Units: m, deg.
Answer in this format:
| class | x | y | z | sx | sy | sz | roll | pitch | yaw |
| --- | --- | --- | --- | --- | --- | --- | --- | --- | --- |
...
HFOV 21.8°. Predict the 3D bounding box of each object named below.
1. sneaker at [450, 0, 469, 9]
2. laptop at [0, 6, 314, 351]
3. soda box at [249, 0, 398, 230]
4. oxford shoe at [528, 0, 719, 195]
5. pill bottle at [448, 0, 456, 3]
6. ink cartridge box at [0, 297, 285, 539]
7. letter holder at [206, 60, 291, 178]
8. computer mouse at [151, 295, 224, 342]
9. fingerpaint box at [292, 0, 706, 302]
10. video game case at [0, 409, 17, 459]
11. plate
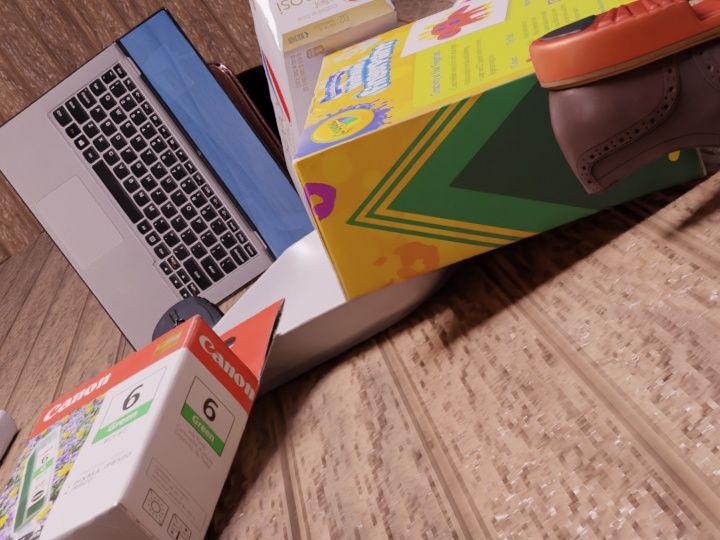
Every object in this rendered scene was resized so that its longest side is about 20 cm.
| class | x | y | z | sx | sy | sz | roll | pitch | yaw |
| --- | --- | --- | --- | --- | --- | --- | --- | --- | --- |
| sneaker | 0.092 | -0.136 | 1.124 | 0.081 | 0.089 | 0.200 | -35 | 10 | 6 |
| laptop | -0.137 | -0.051 | 1.227 | 0.199 | 0.188 | 0.116 | -33 | 10 | 16 |
| soda box | -0.014 | -0.099 | 1.060 | 0.068 | 0.064 | 0.201 | -22 | -29 | -6 |
| oxford shoe | 0.170 | -0.085 | 0.730 | 0.198 | 0.073 | 0.071 | -15 | 11 | 9 |
| pill bottle | 0.118 | -0.306 | 1.703 | 0.115 | 0.116 | 0.200 | -34 | 10 | 15 |
| ink cartridge box | -0.106 | 0.078 | 0.860 | 0.109 | 0.050 | 0.201 | -31 | 24 | 29 |
| letter holder | -0.071 | -0.110 | 1.392 | 0.100 | 0.143 | 0.200 | -41 | 11 | -23 |
| computer mouse | -0.102 | 0.046 | 1.120 | 0.058 | 0.034 | 0.200 | -37 | 11 | -5 |
| fingerpaint box | 0.063 | -0.074 | 0.874 | 0.165 | 0.074 | 0.200 | -19 | 17 | 9 |
| video game case | -0.332 | 0.182 | 1.308 | 0.181 | 0.023 | 0.200 | -36 | 11 | 6 |
| plate | 0.000 | 0.000 | 0.990 | 0.199 | 0.032 | 0.200 | -30 | 12 | 33 |
